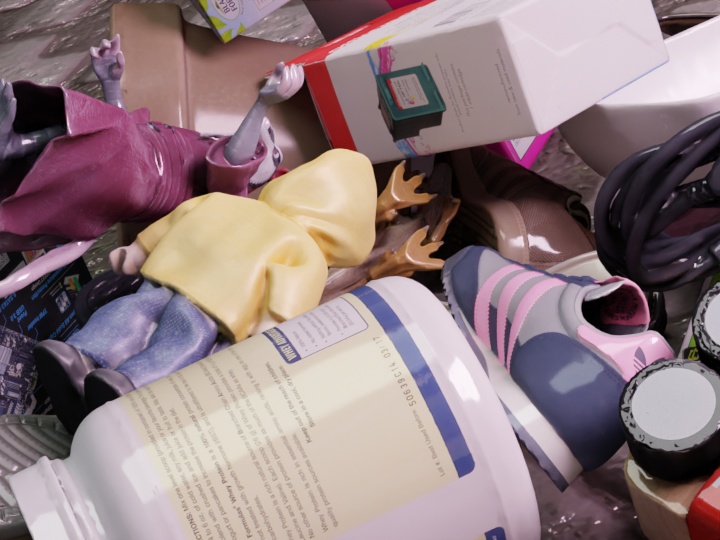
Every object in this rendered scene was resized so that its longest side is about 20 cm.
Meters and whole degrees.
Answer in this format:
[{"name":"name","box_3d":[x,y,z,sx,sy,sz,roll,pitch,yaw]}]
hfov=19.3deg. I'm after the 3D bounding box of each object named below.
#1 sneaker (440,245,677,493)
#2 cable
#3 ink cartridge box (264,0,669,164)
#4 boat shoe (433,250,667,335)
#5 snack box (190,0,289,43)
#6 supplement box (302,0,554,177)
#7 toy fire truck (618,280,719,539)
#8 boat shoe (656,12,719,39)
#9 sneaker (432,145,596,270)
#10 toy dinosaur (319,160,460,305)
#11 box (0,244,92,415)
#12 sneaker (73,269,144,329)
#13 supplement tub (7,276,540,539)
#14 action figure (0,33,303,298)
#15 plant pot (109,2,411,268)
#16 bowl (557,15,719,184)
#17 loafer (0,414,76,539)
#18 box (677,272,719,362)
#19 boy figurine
[{"name":"sneaker","box_3d":[0.094,0.029,0.982,0.082,0.070,0.200,-37,25,7]},{"name":"cable","box_3d":[0.200,-0.045,0.994,0.200,0.051,0.163,-29,-17,31]},{"name":"ink cartridge box","box_3d":[0.054,-0.112,1.163,0.116,0.068,0.200,-30,15,-38]},{"name":"boat shoe","box_3d":[0.064,0.041,1.103,0.199,0.057,0.067,-14,60,20]},{"name":"snack box","box_3d":[-0.062,-0.226,1.263,0.142,0.053,0.200,-32,34,-2]},{"name":"supplement box","box_3d":[0.046,-0.161,1.326,0.101,0.200,0.103,3,46,40]},{"name":"toy fire truck","box_3d":[0.225,0.064,0.853,0.200,0.129,0.176,31,69,33]},{"name":"boat shoe","box_3d":[0.260,-0.128,1.281,0.201,0.061,0.072,1,32,39]},{"name":"sneaker","box_3d":[0.090,-0.025,1.216,0.075,0.071,0.200,3,20,-11]},{"name":"toy dinosaur","box_3d":[0.000,0.000,1.148,0.200,0.061,0.106,-33,-8,-35]},{"name":"box","box_3d":[-0.211,0.051,1.147,0.046,0.159,0.200,-8,27,31]},{"name":"sneaker","box_3d":[-0.066,0.056,1.090,0.199,0.079,0.066,19,49,31]},{"name":"supplement tub","box_3d":[-0.038,0.104,0.924,0.199,0.146,0.145,-24,25,-10]},{"name":"action figure","box_3d":[-0.112,-0.046,1.096,0.199,0.150,0.134,5,5,-40]},{"name":"plant pot","box_3d":[-0.060,-0.062,1.267,0.174,0.201,0.200,-2,24,-4]},{"name":"bowl","box_3d":[0.221,-0.094,1.131,0.199,0.075,0.200,-26,12,-18]},{"name":"loafer","box_3d":[-0.145,0.111,1.035,0.075,0.070,0.200,38,25,25]},{"name":"box","box_3d":[0.230,0.005,1.061,0.110,0.035,0.200,-8,27,24]},{"name":"boy figurine","box_3d":[-0.069,0.006,1.042,0.124,0.065,0.200,22,48,36]}]
